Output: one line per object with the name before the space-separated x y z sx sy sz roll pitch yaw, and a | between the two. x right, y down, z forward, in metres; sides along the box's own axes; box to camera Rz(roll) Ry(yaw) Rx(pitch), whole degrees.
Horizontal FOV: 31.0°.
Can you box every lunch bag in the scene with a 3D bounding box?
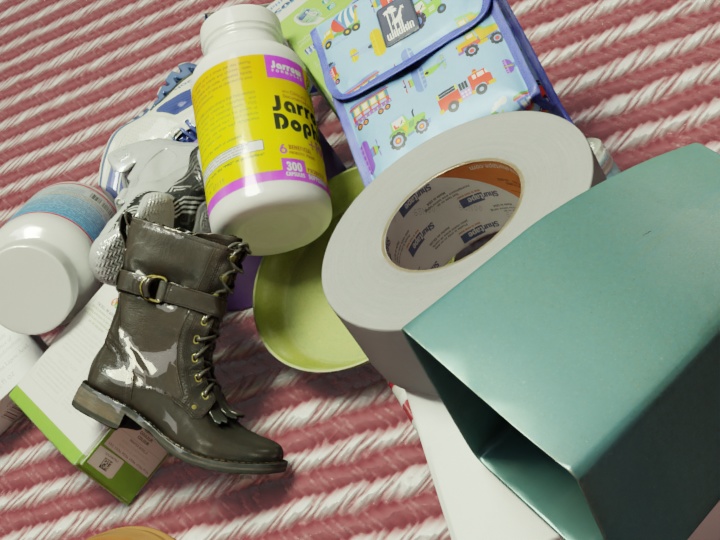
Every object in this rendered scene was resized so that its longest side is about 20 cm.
lunch bag | 0.054 -0.158 1.014 0.150 0.094 0.202 -32 62 17

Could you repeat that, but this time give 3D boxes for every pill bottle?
pill bottle | -0.089 -0.123 1.104 0.103 0.104 0.202 -20 65 19
pill bottle | -0.294 -0.011 1.235 0.108 0.109 0.200 -30 14 9

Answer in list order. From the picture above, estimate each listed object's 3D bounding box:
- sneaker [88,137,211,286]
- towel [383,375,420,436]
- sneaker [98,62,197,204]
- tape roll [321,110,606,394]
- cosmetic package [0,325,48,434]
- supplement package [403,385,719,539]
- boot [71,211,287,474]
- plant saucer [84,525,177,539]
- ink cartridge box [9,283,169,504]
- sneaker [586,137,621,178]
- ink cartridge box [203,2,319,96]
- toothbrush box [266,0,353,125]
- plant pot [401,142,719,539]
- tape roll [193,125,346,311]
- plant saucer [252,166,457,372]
sneaker | -0.190 -0.055 1.149 0.114 0.076 0.200 8 38 35
towel | 0.095 0.073 0.987 0.143 0.023 0.200 -37 40 3
sneaker | -0.180 -0.141 1.348 0.114 0.081 0.201 3 53 41
tape roll | 0.074 -0.015 0.862 0.198 0.066 0.202 -23 35 18
cosmetic package | -0.386 0.054 1.251 0.102 0.074 0.200 -44 75 -8
supplement package | 0.152 0.110 0.828 0.198 0.111 0.157 -28 49 12
boot | -0.126 0.056 1.030 0.198 0.069 0.176 21 88 5
plant saucer | -0.210 0.284 1.003 0.198 0.038 0.202 -20 44 20
ink cartridge box | -0.194 0.080 1.145 0.201 0.076 0.147 -50 41 -10
sneaker | 0.145 -0.049 1.033 0.074 0.082 0.200 -40 15 -15
ink cartridge box | -0.088 -0.208 1.253 0.037 0.096 0.199 1 15 34
toothbrush box | 0.008 -0.173 1.188 0.086 0.146 0.201 -35 40 3
plant pot | 0.156 0.040 0.712 0.200 0.142 0.141 -41 47 -10
tape roll | -0.109 -0.061 1.232 0.198 0.066 0.202 -20 42 19
plant saucer | 0.000 0.000 1.077 0.198 0.031 0.202 -19 51 25
